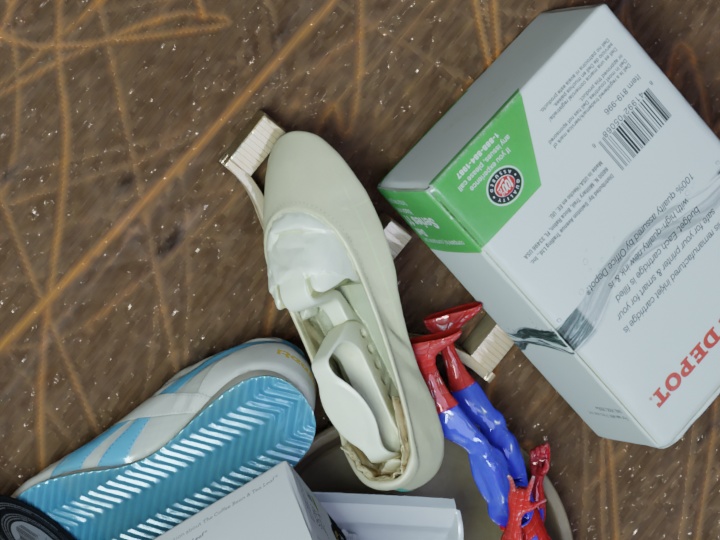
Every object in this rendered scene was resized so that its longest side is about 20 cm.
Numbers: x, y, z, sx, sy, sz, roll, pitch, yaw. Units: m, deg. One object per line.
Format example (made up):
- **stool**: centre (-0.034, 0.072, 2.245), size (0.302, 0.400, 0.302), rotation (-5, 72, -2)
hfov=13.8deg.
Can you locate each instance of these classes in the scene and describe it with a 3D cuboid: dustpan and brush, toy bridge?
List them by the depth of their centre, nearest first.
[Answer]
- **dustpan and brush**: centre (-0.028, 0.212, 1.614), size (0.139, 0.057, 0.201), rotation (4, 129, -20)
- **toy bridge**: centre (0.000, 0.000, 1.630), size (0.200, 0.027, 0.067), rotation (40, 90, -16)

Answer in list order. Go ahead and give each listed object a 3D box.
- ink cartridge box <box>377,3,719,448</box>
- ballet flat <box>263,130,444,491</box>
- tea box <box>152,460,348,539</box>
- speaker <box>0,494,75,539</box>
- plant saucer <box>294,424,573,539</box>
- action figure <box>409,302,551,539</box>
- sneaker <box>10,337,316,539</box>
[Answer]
- **ink cartridge box**: centre (0.132, -0.023, 1.616), size (0.147, 0.083, 0.200), rotation (-46, 106, -14)
- **ballet flat**: centre (-0.011, 0.025, 1.565), size (0.069, 0.069, 0.201), rotation (-23, 93, -8)
- **tea box**: centre (-0.062, 0.242, 1.513), size (0.199, 0.134, 0.197), rotation (-31, 131, 6)
- **speaker**: centre (-0.226, 0.218, 1.569), size (0.081, 0.081, 0.200), rotation (33, 106, -16)
- **plant saucer**: centre (0.023, 0.172, 1.667), size (0.199, 0.029, 0.201), rotation (-2, 100, -12)
- **action figure**: centre (0.082, 0.120, 1.623), size (0.051, 0.065, 0.201), rotation (-14, 105, 18)
- **sneaker**: centre (-0.108, 0.106, 1.604), size (0.199, 0.081, 0.077), rotation (-28, 108, 14)
